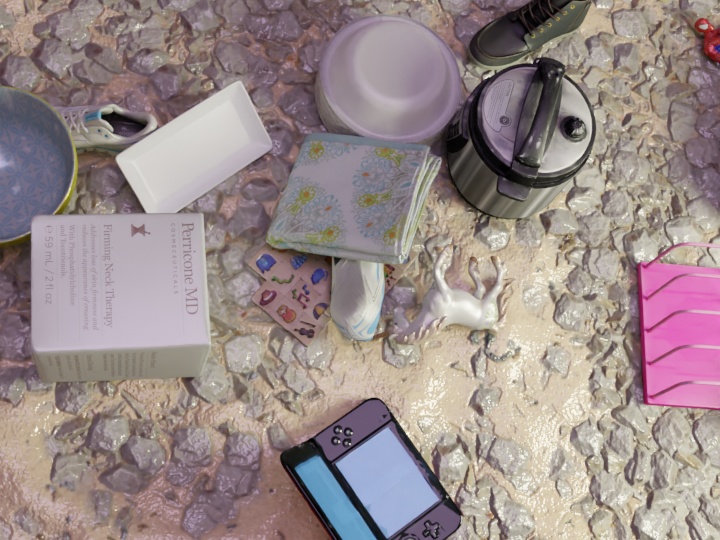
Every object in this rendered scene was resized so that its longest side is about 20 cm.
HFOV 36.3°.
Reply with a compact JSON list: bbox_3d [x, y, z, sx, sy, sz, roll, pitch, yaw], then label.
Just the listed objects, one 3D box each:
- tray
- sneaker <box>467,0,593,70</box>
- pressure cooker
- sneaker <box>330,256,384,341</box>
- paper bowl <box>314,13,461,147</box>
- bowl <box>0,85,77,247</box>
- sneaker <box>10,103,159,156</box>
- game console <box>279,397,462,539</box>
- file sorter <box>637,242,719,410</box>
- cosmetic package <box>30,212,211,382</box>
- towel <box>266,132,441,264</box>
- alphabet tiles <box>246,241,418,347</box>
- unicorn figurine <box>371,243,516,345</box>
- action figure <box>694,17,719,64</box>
[{"bbox_3d":[-0.219,-0.157,1.452,0.200,0.022,0.108,-36,116,-19],"label":"tray"},{"bbox_3d":[0.247,-0.364,1.579,0.199,0.106,0.075,-29,79,-18],"label":"sneaker"},{"bbox_3d":[0.218,-0.178,1.465,0.178,0.200,0.176,-23,78,-16],"label":"pressure cooker"},{"bbox_3d":[0.000,0.000,1.440,0.072,0.073,0.201,-3,58,18],"label":"sneaker"},{"bbox_3d":[0.041,-0.260,1.510,0.200,0.104,0.202,3,71,-9],"label":"paper bowl"},{"bbox_3d":[-0.442,-0.116,1.366,0.199,0.108,0.201,1,76,-3],"label":"bowl"},{"bbox_3d":[-0.355,-0.189,1.423,0.199,0.087,0.075,-2,74,-9],"label":"sneaker"},{"bbox_3d":[0.018,0.266,1.328,0.172,0.119,0.200,-33,81,-18],"label":"game console"},{"bbox_3d":[0.463,0.073,1.468,0.138,0.125,0.201,5,72,-9],"label":"file sorter"},{"bbox_3d":[-0.287,0.035,1.321,0.199,0.166,0.168,-2,73,-12],"label":"cosmetic package"},{"bbox_3d":[-0.009,-0.097,1.434,0.199,0.048,0.172,8,59,22],"label":"towel"},{"bbox_3d":[-0.046,-0.002,1.462,0.167,0.008,0.200,40,70,3],"label":"alphabet tiles"},{"bbox_3d":[0.116,0.039,1.440,0.199,0.074,0.138,10,81,-13],"label":"unicorn figurine"},{"bbox_3d":[0.588,-0.317,1.661,0.200,0.052,0.066,37,73,5],"label":"action figure"}]
